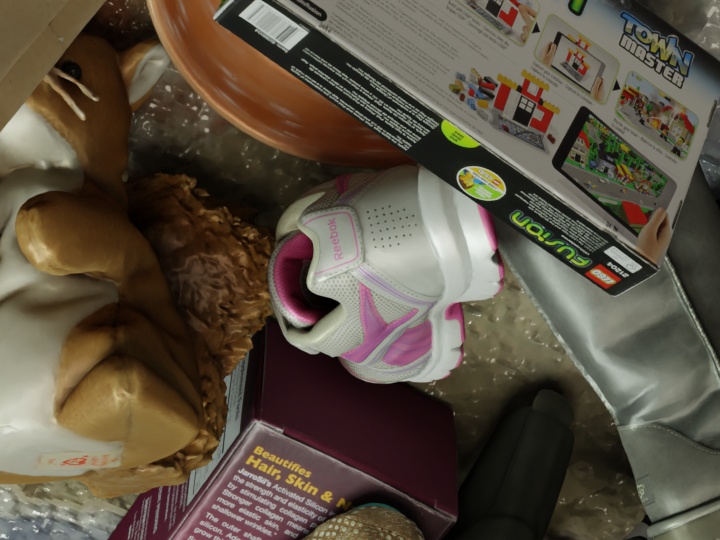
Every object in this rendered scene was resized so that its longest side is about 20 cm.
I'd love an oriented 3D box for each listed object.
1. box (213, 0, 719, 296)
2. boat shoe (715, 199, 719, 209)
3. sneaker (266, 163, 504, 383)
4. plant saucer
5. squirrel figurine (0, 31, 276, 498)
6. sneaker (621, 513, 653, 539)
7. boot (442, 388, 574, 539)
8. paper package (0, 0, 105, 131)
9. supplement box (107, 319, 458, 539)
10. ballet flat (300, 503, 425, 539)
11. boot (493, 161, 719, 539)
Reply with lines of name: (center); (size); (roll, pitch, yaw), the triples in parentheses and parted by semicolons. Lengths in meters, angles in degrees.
box: (0.049, -0.089, 0.996); (0.200, 0.110, 0.035); (34, 146, -15)
boat shoe: (0.172, 0.056, 1.172); (0.092, 0.075, 0.201); (-7, 114, 10)
sneaker: (0.000, 0.000, 1.083); (0.088, 0.082, 0.200); (-8, 162, -10)
plant saucer: (0.007, -0.137, 1.061); (0.199, 0.038, 0.201); (0, 123, 0)
squirrel figurine: (-0.119, -0.005, 1.085); (0.141, 0.188, 0.200); (-14, 160, 25)
sneaker: (0.129, 0.145, 1.162); (0.090, 0.200, 0.067); (-13, 96, 12)
boot: (0.047, 0.160, 1.221); (0.077, 0.139, 0.200); (30, 140, -10)
paper package: (-0.194, -0.110, 0.951); (0.199, 0.191, 0.104); (-3, 134, 47)
supplement box: (-0.050, 0.137, 1.212); (0.110, 0.086, 0.200); (27, 120, -16)
ballet flat: (-0.051, 0.179, 1.149); (0.070, 0.065, 0.200); (38, 116, -22)
boot: (0.158, 0.005, 1.079); (0.181, 0.073, 0.201); (-21, 80, -13)
